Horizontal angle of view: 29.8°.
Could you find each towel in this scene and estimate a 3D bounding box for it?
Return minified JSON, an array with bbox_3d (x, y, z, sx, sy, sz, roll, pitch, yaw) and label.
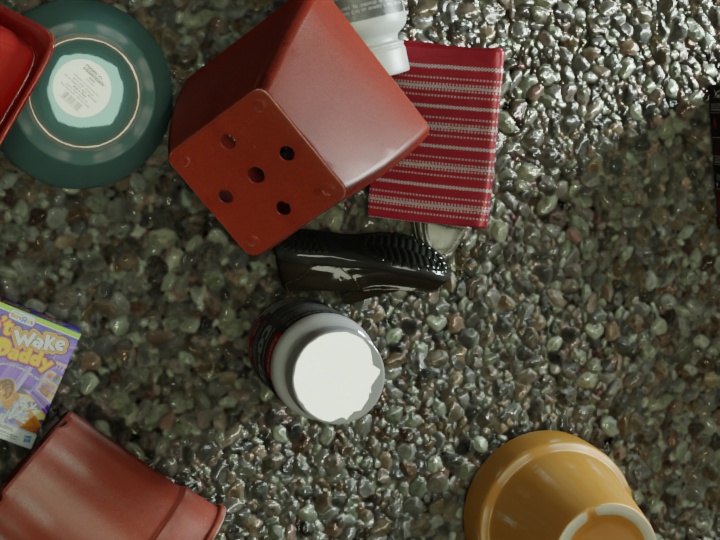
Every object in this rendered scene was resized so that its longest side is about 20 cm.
[{"bbox_3d":[0.083,-0.152,1.495,0.144,0.022,0.201,7,95,21],"label":"towel"}]

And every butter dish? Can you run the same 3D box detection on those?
[{"bbox_3d":[-0.421,-0.187,1.289,0.148,0.199,0.200,32,87,-50],"label":"butter dish"}]

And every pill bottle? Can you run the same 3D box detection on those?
[{"bbox_3d":[-0.015,-0.301,1.443,0.113,0.113,0.200,-16,99,-13],"label":"pill bottle"},{"bbox_3d":[-0.048,0.095,1.433,0.114,0.200,0.114,-2,96,-15],"label":"pill bottle"}]

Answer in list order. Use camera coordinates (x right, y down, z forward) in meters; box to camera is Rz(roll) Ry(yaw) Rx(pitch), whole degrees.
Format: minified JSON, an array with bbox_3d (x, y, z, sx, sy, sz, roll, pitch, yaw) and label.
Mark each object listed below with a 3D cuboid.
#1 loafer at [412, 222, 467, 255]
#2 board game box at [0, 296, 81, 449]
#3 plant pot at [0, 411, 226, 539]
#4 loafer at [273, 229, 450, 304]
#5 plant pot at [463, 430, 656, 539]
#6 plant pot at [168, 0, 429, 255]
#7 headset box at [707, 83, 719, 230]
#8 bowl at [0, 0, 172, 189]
[{"bbox_3d":[0.105,-0.113,1.521,0.072,0.063,0.201,11,93,-15],"label":"loafer"},{"bbox_3d":[-0.413,0.087,1.416,0.200,0.045,0.135,23,90,-16],"label":"board game box"},{"bbox_3d":[-0.278,0.263,1.406,0.195,0.201,0.201,42,85,-7],"label":"plant pot"},{"bbox_3d":[0.000,0.000,1.508,0.199,0.073,0.071,8,122,-4],"label":"loafer"},{"bbox_3d":[0.240,0.300,1.540,0.200,0.183,0.201,-2,97,-14],"label":"plant pot"},{"bbox_3d":[-0.078,-0.133,1.368,0.200,0.176,0.200,-32,107,28],"label":"plant pot"},{"bbox_3d":[0.505,-0.131,1.618,0.148,0.075,0.201,-9,98,-13],"label":"headset box"},{"bbox_3d":[-0.287,-0.181,1.389,0.200,0.105,0.201,-2,98,-15],"label":"bowl"}]
